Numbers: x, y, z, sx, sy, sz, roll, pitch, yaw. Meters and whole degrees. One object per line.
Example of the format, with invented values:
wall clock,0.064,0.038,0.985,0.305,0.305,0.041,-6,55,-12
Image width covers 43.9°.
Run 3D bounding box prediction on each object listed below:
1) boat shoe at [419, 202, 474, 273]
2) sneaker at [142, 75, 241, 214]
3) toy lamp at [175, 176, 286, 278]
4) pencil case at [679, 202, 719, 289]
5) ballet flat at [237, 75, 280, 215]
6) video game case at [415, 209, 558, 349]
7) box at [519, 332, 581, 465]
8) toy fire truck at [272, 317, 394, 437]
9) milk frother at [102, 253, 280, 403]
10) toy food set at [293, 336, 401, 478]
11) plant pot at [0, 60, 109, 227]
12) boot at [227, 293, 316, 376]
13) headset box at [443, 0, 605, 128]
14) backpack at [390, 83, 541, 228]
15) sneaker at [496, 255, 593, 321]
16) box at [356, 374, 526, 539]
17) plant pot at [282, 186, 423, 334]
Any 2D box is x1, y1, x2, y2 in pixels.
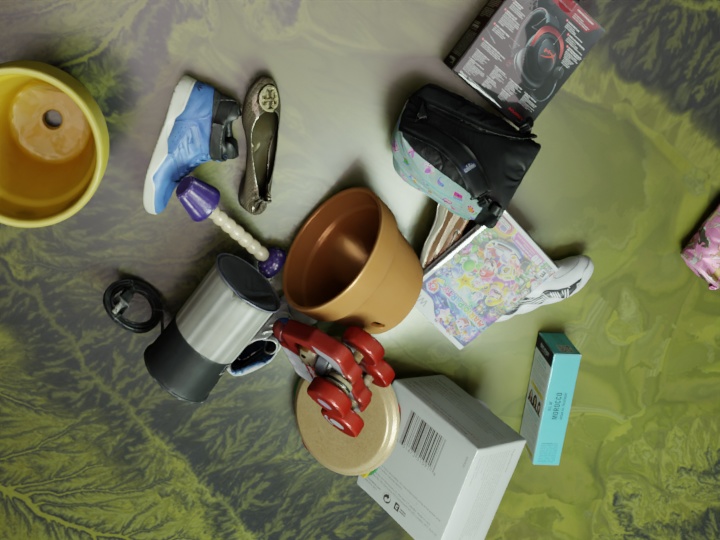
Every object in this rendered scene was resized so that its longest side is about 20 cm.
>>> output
boat shoe,0.139,-0.043,1.357,0.071,0.076,0.204,21,110,16
sneaker,-0.234,-0.161,1.274,0.109,0.077,0.204,21,101,-4
toy lamp,-0.188,-0.064,1.298,0.058,0.059,0.200,-41,130,9
pencil case,0.596,-0.069,1.412,0.082,0.087,0.201,24,109,-48
ballet flat,-0.141,-0.175,1.286,0.066,0.046,0.204,-9,119,-41
video game case,0.180,0.014,1.348,0.199,0.018,0.143,-41,115,17
box,0.312,0.212,1.481,0.048,0.083,0.205,3,111,-9
toy fire truck,-0.052,0.137,1.290,0.113,0.166,0.201,-55,153,-18
milk frother,-0.250,0.048,1.297,0.198,0.181,0.189,34,107,-24
toy food set,-0.024,0.224,1.412,0.199,0.048,0.201,37,110,21
plant pot,-0.426,-0.182,1.183,0.195,0.190,0.206,-2,112,-6
boot,-0.123,0.093,1.374,0.198,0.096,0.074,-35,111,7
headset box,0.238,-0.327,1.272,0.147,0.075,0.201,34,103,-18
backpack,0.135,-0.163,1.264,0.198,0.127,0.168,31,61,5
sneaker,0.262,-0.004,1.396,0.196,0.075,0.117,-22,114,5
box,0.123,0.302,1.410,0.129,0.198,0.204,1,115,-44
plant pot,0.000,0.000,1.316,0.200,0.201,0.139,-46,127,11
